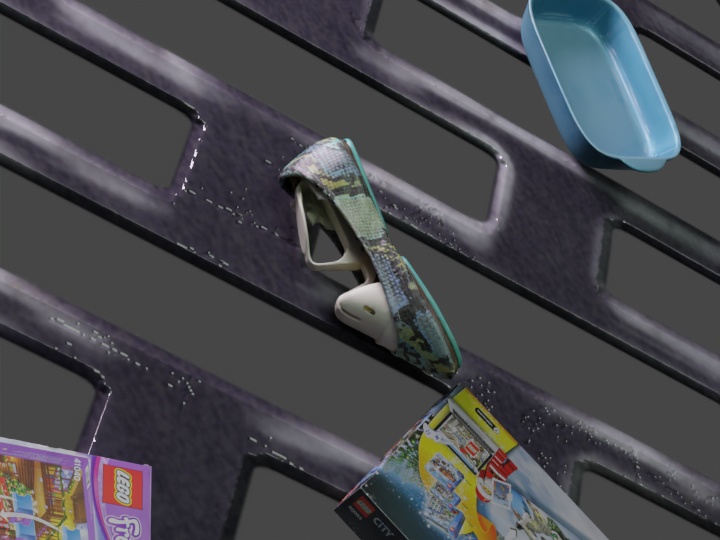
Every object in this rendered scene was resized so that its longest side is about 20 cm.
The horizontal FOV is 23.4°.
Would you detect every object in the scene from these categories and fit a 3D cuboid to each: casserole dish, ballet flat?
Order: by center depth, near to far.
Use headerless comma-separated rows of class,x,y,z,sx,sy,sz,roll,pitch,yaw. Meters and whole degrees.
ballet flat,0.000,0.000,1.245,0.074,0.074,0.200,-12,65,-39
casserole dish,0.203,-0.161,1.507,0.121,0.039,0.200,-1,61,-36

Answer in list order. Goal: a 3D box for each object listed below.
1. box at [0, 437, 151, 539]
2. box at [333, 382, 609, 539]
box,-0.188,0.194,0.985,0.137,0.039,0.200,15,52,-25
box,0.094,0.190,1.184,0.200,0.038,0.137,47,45,2
